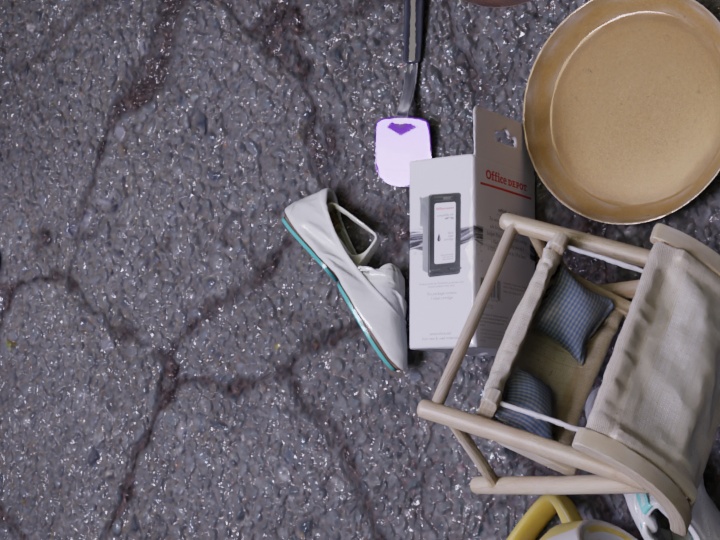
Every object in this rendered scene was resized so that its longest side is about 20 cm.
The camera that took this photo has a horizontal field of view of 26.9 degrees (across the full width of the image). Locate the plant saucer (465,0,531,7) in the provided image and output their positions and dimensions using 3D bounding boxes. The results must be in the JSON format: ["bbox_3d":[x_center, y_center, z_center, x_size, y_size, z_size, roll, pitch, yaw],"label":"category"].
[{"bbox_3d":[0.129,-0.340,1.358,0.198,0.032,0.203,-5,82,32],"label":"plant saucer"}]

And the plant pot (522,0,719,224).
[{"bbox_3d":[0.231,-0.138,1.273,0.198,0.027,0.203,-3,84,32],"label":"plant pot"}]

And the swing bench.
[{"bbox_3d":[0.183,0.074,1.177,0.198,0.130,0.200,5,56,34],"label":"swing bench"}]

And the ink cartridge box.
[{"bbox_3d":[0.097,-0.030,1.296,0.067,0.116,0.202,-3,82,32],"label":"ink cartridge box"}]

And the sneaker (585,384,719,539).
[{"bbox_3d":[0.236,0.173,1.201,0.075,0.088,0.201,-41,65,24],"label":"sneaker"}]

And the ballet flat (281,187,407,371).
[{"bbox_3d":[0.000,0.000,1.392,0.069,0.069,0.201,-46,62,20],"label":"ballet flat"}]

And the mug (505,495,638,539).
[{"bbox_3d":[0.155,0.268,1.196,0.187,0.149,0.154,48,120,31],"label":"mug"}]

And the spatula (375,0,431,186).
[{"bbox_3d":[0.045,-0.179,1.400,0.056,0.021,0.202,2,84,20],"label":"spatula"}]
